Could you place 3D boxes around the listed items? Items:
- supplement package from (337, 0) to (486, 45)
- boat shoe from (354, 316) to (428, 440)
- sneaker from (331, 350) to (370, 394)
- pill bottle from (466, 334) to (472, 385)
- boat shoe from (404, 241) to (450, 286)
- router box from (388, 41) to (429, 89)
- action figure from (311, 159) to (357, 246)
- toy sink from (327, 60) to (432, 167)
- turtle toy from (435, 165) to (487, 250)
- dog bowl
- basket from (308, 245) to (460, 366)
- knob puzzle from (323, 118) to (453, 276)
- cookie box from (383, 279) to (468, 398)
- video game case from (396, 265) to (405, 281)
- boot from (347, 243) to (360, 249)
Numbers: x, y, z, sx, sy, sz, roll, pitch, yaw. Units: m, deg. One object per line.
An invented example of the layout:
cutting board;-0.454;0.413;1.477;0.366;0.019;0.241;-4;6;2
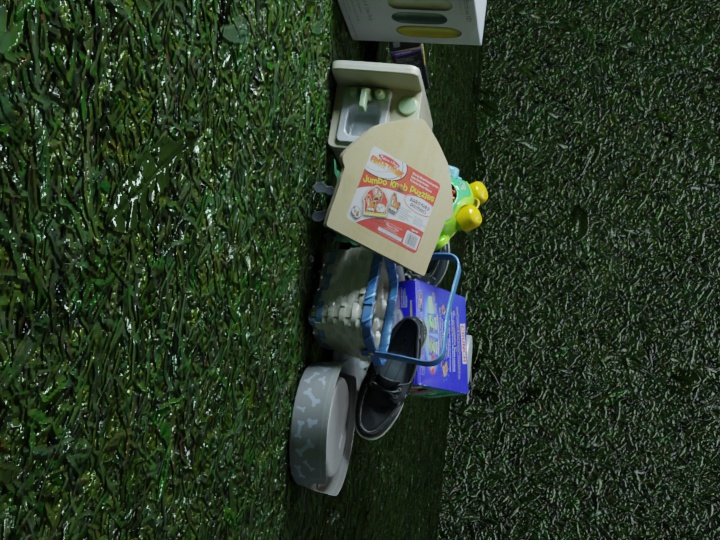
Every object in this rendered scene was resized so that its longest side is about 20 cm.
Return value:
supplement package;0.081;-0.431;1.542;0.152;0.199;0.151;56;40;-72
boat shoe;0.045;0.157;1.583;0.200;0.074;0.066;-59;169;-10
sneaker;0.008;0.155;1.707;0.200;0.099;0.078;-47;141;-72
pill bottle;0.096;0.153;1.892;0.116;0.199;0.117;4;90;-79
boat shoe;0.090;0.018;1.819;0.062;0.073;0.200;-29;152;-59
router box;0.070;-0.418;1.758;0.157;0.052;0.201;60;22;-72
action figure;-0.024;-0.080;1.553;0.200;0.054;0.119;34;60;-73
toy sink;0.028;-0.212;1.565;0.200;0.130;0.112;62;35;-72
turtle toy;0.111;-0.095;1.665;0.101;0.145;0.200;55;30;-20
dog bowl;-0.053;0.224;1.535;0.200;0.058;0.201;6;90;-79
basket;0.037;0.046;1.531;0.139;0.199;0.177;64;35;-54
knob puzzle;0.048;-0.118;1.477;0.030;0.219;0.221;3;-93;59
cookie box;0.105;0.116;1.730;0.200;0.075;0.172;20;65;-59
video game case;0.041;-0.102;1.766;0.200;0.024;0.182;-99;177;-48
boot;0.000;0.000;1.697;0.200;0.070;0.147;-69;159;-67
